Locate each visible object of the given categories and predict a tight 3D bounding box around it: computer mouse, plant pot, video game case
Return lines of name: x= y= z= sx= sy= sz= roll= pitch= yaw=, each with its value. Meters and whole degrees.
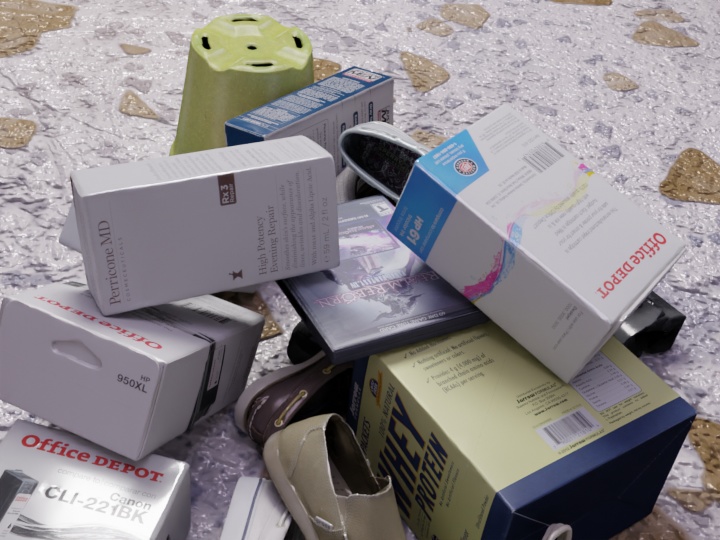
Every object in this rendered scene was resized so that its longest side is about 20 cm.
computer mouse: x=-0.006 y=0.051 z=0.989 sx=0.058 sy=0.034 sz=0.200 roll=30 pitch=37 yaw=22
plant pot: x=-0.124 y=-0.174 z=1.110 sx=0.198 sy=0.185 sz=0.201 roll=5 pitch=39 yaw=-4
video game case: x=0.000 y=0.000 z=0.859 sx=0.142 sy=0.019 sz=0.200 roll=-14 pitch=36 yaw=-22

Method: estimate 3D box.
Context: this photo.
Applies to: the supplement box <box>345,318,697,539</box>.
supplement box: x=0.123 y=0.130 z=0.829 sx=0.199 sy=0.135 sz=0.200 roll=-19 pitch=46 yaw=-29

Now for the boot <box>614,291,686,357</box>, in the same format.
boot: x=0.215 y=0.021 z=1.041 sx=0.164 sy=0.066 sz=0.200 roll=-18 pitch=51 yaw=-26

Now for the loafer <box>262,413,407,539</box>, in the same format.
loafer: x=0.000 y=0.192 z=0.743 sx=0.201 sy=0.068 sz=0.075 roll=53 pitch=28 yaw=17

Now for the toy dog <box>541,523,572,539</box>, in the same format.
toy dog: x=0.153 y=0.283 z=0.674 sx=0.096 sy=0.133 sz=0.200 roll=6 pitch=43 yaw=33

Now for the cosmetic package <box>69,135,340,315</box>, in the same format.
cosmetic package: x=-0.121 y=-0.039 z=0.796 sx=0.198 sy=0.103 sz=0.074 roll=-14 pitch=26 yaw=-21

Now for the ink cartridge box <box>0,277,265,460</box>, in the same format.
ink cartridge box: x=-0.187 y=0.067 z=0.824 sx=0.144 sy=0.085 sz=0.200 roll=20 pitch=12 yaw=13

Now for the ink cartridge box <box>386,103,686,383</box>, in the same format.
ink cartridge box: x=0.144 y=-0.027 z=0.818 sx=0.200 sy=0.085 sz=0.144 roll=41 pitch=47 yaw=16

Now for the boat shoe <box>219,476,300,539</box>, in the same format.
boat shoe: x=-0.074 y=0.234 z=0.724 sx=0.065 sy=0.073 sz=0.201 roll=5 pitch=31 yaw=3

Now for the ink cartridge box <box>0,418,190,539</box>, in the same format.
ink cartridge box: x=-0.219 y=0.216 z=0.702 sx=0.143 sy=0.084 sz=0.201 roll=13 pitch=38 yaw=5

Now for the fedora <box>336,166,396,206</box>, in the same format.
fedora: x=0.049 y=-0.032 z=1.016 sx=0.175 sy=0.091 sz=0.201 roll=-2 pitch=45 yaw=-23

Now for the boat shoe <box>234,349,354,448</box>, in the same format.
boat shoe: x=-0.015 y=0.098 z=0.888 sx=0.199 sy=0.072 sz=0.059 roll=-27 pitch=41 yaw=-29

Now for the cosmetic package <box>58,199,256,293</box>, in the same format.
cosmetic package: x=-0.174 y=-0.032 z=0.936 sx=0.101 sy=0.072 sz=0.200 roll=22 pitch=5 yaw=21

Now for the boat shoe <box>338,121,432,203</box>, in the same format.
boat shoe: x=0.061 y=-0.078 z=0.939 sx=0.200 sy=0.070 sz=0.071 roll=33 pitch=24 yaw=24

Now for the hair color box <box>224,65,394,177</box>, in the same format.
hair color box: x=-0.048 y=-0.133 z=1.038 sx=0.060 sy=0.101 sz=0.199 roll=23 pitch=38 yaw=34
